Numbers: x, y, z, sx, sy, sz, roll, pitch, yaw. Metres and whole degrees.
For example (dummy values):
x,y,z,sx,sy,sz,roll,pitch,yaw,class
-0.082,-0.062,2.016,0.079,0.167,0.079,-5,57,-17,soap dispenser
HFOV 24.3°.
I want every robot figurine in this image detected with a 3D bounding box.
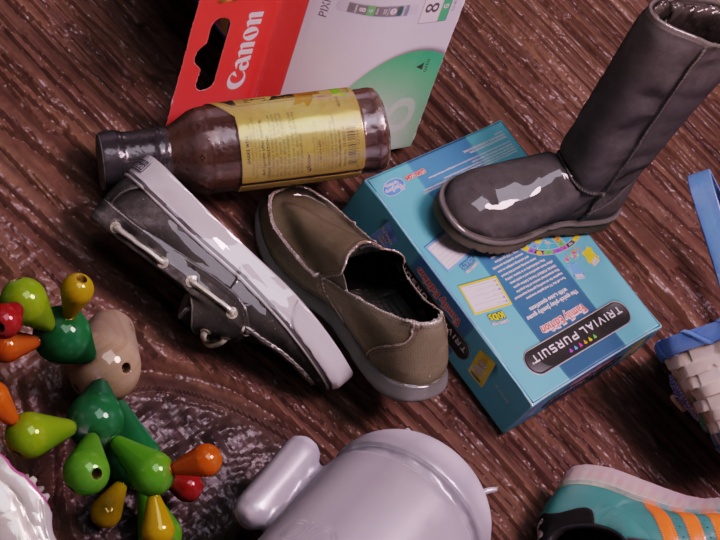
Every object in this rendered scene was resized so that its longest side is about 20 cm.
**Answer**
x,y,z,sx,sy,sz,roll,pitch,yaw,class
0.005,0.173,1.005,0.169,0.113,0.200,41,49,5,robot figurine

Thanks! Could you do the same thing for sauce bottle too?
x,y,z,sx,sy,sz,roll,pitch,yaw,class
-0.081,-0.087,1.149,0.199,0.065,0.065,-7,61,-16,sauce bottle

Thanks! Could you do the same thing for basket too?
x,y,z,sx,sy,sz,roll,pitch,yaw,class
0.278,0.033,1.200,0.176,0.138,0.201,19,58,-70,basket

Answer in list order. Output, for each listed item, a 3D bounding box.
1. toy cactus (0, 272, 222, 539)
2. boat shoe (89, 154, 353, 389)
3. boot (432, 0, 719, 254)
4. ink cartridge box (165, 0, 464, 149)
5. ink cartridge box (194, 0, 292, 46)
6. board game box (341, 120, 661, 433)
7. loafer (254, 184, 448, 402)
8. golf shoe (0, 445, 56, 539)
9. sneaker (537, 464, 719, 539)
x,y,z,sx,sy,sz,roll,pitch,yaw,class
-0.150,0.069,0.990,0.200,0.102,0.165,53,14,-24,toy cactus
-0.091,0.016,1.100,0.200,0.071,0.064,44,81,-5,boat shoe
0.161,-0.101,1.155,0.181,0.200,0.073,-13,65,-35,boot
-0.029,-0.148,1.174,0.199,0.161,0.050,-14,51,-35,ink cartridge box
-0.061,-0.235,1.204,0.199,0.077,0.137,-11,49,-35,ink cartridge box
0.103,0.000,1.219,0.151,0.047,0.200,-25,73,-38,board game box
0.000,0.000,1.128,0.075,0.070,0.200,-16,49,-36,loafer
-0.204,0.166,0.928,0.200,0.075,0.091,45,53,7,golf shoe
0.210,0.189,1.089,0.199,0.072,0.080,10,39,25,sneaker
